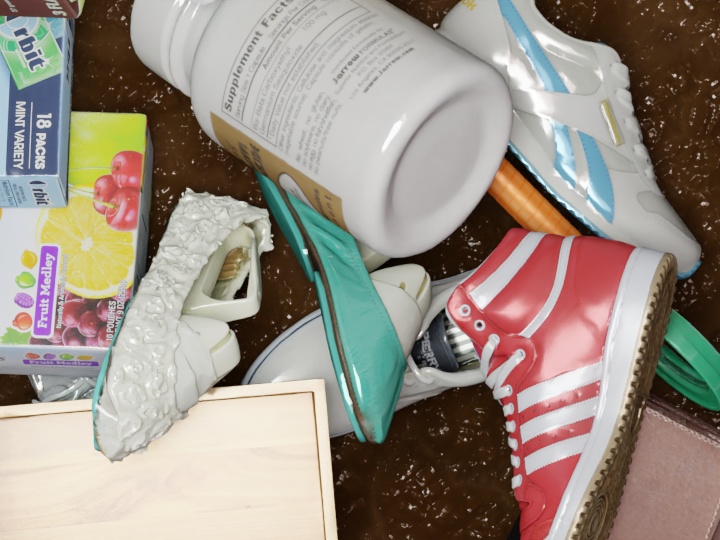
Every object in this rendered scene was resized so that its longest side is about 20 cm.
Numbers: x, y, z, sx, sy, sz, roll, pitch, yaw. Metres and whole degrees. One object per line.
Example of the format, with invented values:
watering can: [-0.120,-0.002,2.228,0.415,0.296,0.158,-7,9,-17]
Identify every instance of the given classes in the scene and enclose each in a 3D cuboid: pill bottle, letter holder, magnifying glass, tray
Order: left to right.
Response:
tray: [-0.115,0.117,1.390,0.199,0.037,0.099,-5,88,-1]
pill bottle: [-0.026,-0.101,1.359,0.200,0.114,0.115,35,95,31]
magnifying glass: [0.133,0.003,1.413,0.200,0.080,0.022,43,80,-5]
letter holder: [0.152,0.179,1.421,0.142,0.101,0.201,27,94,-3]

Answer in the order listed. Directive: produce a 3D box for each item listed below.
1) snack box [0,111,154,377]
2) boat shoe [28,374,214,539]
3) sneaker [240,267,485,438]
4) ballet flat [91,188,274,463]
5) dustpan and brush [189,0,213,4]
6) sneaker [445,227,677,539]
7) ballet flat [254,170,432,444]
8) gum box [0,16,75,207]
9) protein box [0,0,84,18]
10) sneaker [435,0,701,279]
snack box: [-0.219,-0.017,1.408,0.199,0.053,0.143,3,68,1]
boat shoe: [-0.131,0.096,1.434,0.074,0.065,0.203,-28,93,2]
sneaker: [0.023,0.042,1.424,0.199,0.071,0.073,-25,94,3]
ballet flat: [-0.090,0.023,1.368,0.071,0.201,0.072,7,131,9]
dustpan and brush: [-0.144,-0.202,1.373,0.139,0.057,0.200,-40,49,-16]
sneaker: [0.088,0.075,1.339,0.112,0.071,0.201,15,82,18]
ballet flat: [0.000,0.000,1.385,0.070,0.067,0.201,-20,56,-2]
gum box: [-0.258,-0.119,1.396,0.199,0.045,0.171,0,68,0]
protein box: [-0.232,-0.250,1.308,0.199,0.135,0.200,4,65,21]
sneaker: [0.126,-0.078,1.412,0.081,0.077,0.200,-43,95,2]
